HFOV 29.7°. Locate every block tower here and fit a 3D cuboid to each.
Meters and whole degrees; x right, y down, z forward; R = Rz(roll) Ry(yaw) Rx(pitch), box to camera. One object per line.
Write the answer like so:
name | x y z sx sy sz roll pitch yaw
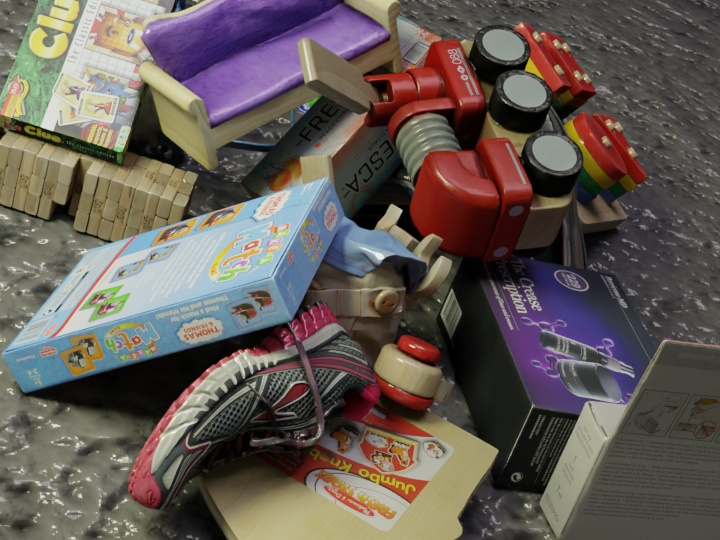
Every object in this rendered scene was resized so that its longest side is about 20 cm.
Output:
block tower | -0.222 -0.070 1.062 0.197 0.058 0.054 19 30 -4

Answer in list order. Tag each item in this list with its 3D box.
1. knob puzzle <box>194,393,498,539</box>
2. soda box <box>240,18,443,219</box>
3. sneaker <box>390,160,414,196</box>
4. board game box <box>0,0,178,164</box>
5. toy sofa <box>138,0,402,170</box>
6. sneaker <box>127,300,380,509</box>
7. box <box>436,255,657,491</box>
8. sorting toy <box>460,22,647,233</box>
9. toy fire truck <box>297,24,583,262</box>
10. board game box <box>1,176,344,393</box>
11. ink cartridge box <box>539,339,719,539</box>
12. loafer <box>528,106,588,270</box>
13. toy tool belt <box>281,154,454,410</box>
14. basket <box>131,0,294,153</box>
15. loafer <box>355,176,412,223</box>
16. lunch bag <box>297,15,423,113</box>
knob puzzle | -0.025 0.133 0.875 0.217 0.031 0.221 13 32 -8
soda box | -0.003 -0.113 1.129 0.200 0.069 0.063 -47 48 -12
sneaker | 0.071 -0.075 1.162 0.077 0.075 0.201 49 13 -52
board game box | -0.207 -0.190 1.075 0.103 0.024 0.202 15 67 -2
toy sofa | -0.068 -0.172 1.058 0.199 0.099 0.083 -30 43 -23
sneaker | -0.060 0.088 0.830 0.075 0.081 0.199 48 45 9
box | 0.152 0.077 1.032 0.139 0.080 0.201 12 31 -19
sorting toy | 0.192 -0.138 1.279 0.200 0.069 0.200 58 20 9
toy fire truck | 0.049 -0.103 1.019 0.197 0.129 0.178 -7 54 -18
board game box | -0.120 0.007 0.902 0.198 0.037 0.152 -16 22 21
ink cartridge box | 0.244 0.114 0.924 0.197 0.178 0.045 8 32 -21
loafer | 0.151 -0.071 1.156 0.071 0.203 0.063 -16 -4 14
toy tool belt | 0.000 0.000 0.970 0.199 0.124 0.124 32 10 40
basket | -0.153 -0.194 1.175 0.197 0.139 0.179 1 76 0
loafer | 0.076 -0.054 1.222 0.197 0.072 0.064 14 58 -2
lunch bag | 0.064 -0.162 1.304 0.199 0.128 0.170 33 20 10
